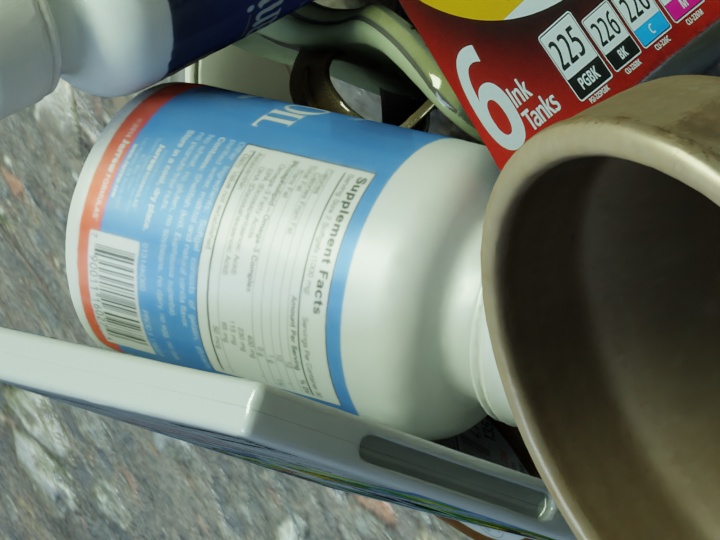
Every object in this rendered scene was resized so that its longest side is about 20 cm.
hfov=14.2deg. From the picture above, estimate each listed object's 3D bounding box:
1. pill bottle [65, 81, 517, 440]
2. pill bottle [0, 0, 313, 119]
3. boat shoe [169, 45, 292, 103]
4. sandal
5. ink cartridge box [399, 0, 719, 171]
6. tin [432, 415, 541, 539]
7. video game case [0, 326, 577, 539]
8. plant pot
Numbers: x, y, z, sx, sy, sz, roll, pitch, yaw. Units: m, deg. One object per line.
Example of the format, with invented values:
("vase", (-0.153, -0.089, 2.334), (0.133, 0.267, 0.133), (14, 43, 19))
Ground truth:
("pill bottle", (0.000, 0.000, 1.073), (0.200, 0.112, 0.112), (14, 132, 29))
("pill bottle", (-0.076, -0.134, 1.100), (0.111, 0.200, 0.111), (43, 150, 32))
("boat shoe", (-0.054, -0.036, 1.317), (0.057, 0.067, 0.200), (21, 138, 46))
("sandal", (0.002, -0.069, 1.155), (0.080, 0.057, 0.201), (31, 175, -34))
("ink cartridge box", (0.072, -0.147, 0.952), (0.176, 0.084, 0.200), (59, 154, 5))
("tin", (0.015, 0.043, 1.178), (0.200, 0.042, 0.112), (30, 145, 34))
("video game case", (-0.022, 0.063, 1.078), (0.200, 0.182, 0.022), (8, 79, 55))
("plant pot", (0.161, 0.010, 0.848), (0.200, 0.175, 0.200), (43, 150, 32))
